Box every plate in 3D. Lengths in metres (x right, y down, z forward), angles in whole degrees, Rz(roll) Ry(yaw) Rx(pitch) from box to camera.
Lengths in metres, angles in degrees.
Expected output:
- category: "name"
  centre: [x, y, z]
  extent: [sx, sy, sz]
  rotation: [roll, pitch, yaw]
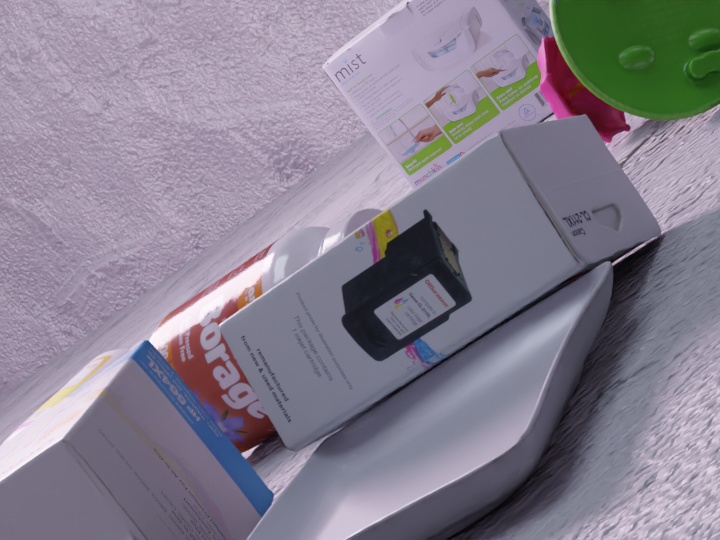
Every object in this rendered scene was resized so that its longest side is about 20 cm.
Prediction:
- category: "plate"
  centre: [0.028, 0.090, 0.841]
  extent: [0.199, 0.032, 0.200]
  rotation: [-33, 8, 28]

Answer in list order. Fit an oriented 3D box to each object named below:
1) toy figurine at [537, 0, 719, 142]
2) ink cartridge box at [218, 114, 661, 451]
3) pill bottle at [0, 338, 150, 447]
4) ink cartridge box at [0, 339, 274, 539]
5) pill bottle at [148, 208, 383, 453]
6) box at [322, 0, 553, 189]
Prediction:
- category: "toy figurine"
  centre: [0.207, -0.164, 1.305]
  extent: [0.199, 0.151, 0.184]
  rotation: [-17, -8, -13]
- category: "ink cartridge box"
  centre: [0.046, 0.004, 0.987]
  extent: [0.200, 0.083, 0.146]
  rotation: [-35, -8, 25]
- category: "pill bottle"
  centre: [-0.204, 0.131, 1.462]
  extent: [0.104, 0.104, 0.200]
  rotation: [-33, 8, 33]
- category: "ink cartridge box"
  centre: [-0.148, 0.146, 0.983]
  extent: [0.128, 0.125, 0.200]
  rotation: [-36, 6, 14]
- category: "pill bottle"
  centre: [-0.046, 0.040, 1.216]
  extent: [0.200, 0.112, 0.112]
  rotation: [-33, 8, 38]
- category: "box"
  centre: [0.095, -0.202, 1.828]
  extent: [0.200, 0.177, 0.097]
  rotation: [-35, 7, 28]
